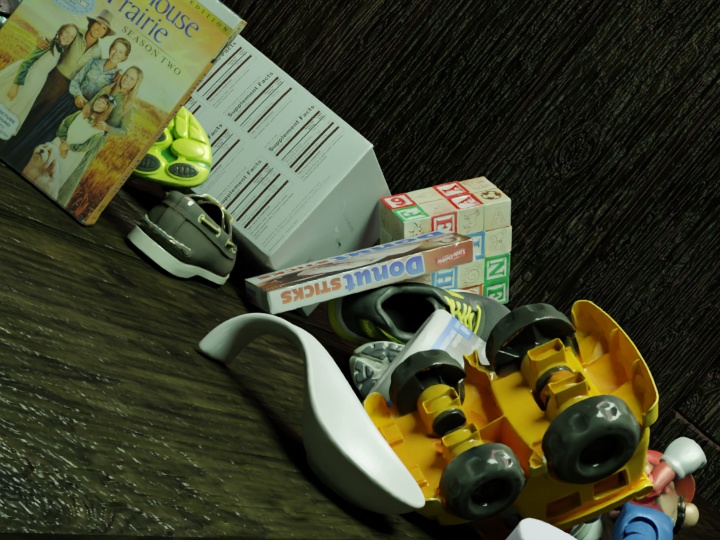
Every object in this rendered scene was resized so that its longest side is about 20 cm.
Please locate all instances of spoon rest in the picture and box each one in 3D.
[{"bbox_3d":[-0.028,0.092,1.069,0.200,0.061,0.099,41,6,32],"label":"spoon rest"}]

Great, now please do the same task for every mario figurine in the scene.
[{"bbox_3d":[0.261,0.226,1.370,0.106,0.123,0.200,51,26,-11],"label":"mario figurine"}]

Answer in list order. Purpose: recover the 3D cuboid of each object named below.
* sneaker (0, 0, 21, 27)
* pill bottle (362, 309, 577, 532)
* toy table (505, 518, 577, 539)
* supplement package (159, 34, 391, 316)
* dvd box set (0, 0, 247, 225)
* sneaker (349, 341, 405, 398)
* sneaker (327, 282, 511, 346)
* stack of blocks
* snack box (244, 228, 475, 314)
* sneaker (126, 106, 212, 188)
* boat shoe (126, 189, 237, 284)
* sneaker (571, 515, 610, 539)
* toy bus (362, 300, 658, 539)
[{"bbox_3d":[-0.367,-0.263,1.504,0.200,0.075,0.079,32,10,-48],"label":"sneaker"},{"bbox_3d":[0.110,0.136,1.338,0.200,0.114,0.114,38,5,0],"label":"pill bottle"},{"bbox_3d":[0.081,0.189,0.672,0.184,0.117,0.200,40,5,23],"label":"toy table"},{"bbox_3d":[-0.092,-0.093,1.537,0.200,0.147,0.191,40,-8,19],"label":"supplement package"},{"bbox_3d":[-0.204,-0.156,1.214,0.146,0.200,0.029,39,5,0],"label":"dvd box set"},{"bbox_3d":[0.081,0.121,1.449,0.200,0.078,0.080,31,-6,-2],"label":"sneaker"},{"bbox_3d":[0.070,0.051,1.471,0.200,0.075,0.085,6,-4,-30],"label":"sneaker"},{"bbox_3d":[0.083,0.018,1.564,0.115,0.201,0.059,-12,30,-20],"label":"stack of blocks"},{"bbox_3d":[0.000,0.000,1.432,0.072,0.199,0.024,-158,-124,-68],"label":"snack box"},{"bbox_3d":[-0.198,-0.110,1.333,0.200,0.074,0.084,18,-15,30],"label":"sneaker"},{"bbox_3d":[-0.138,-0.032,1.358,0.072,0.060,0.202,38,5,8],"label":"boat shoe"},{"bbox_3d":[0.170,0.195,1.496,0.088,0.074,0.200,40,15,-44],"label":"sneaker"},{"bbox_3d":[0.120,0.145,1.201,0.192,0.200,0.136,76,-11,-45],"label":"toy bus"}]
